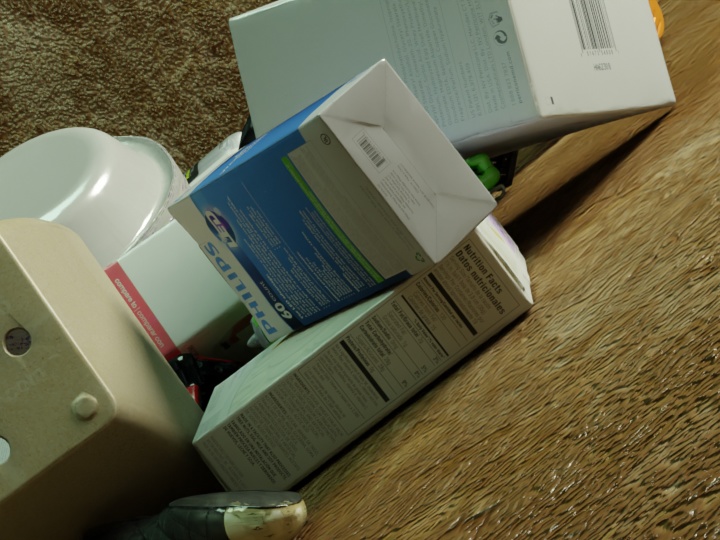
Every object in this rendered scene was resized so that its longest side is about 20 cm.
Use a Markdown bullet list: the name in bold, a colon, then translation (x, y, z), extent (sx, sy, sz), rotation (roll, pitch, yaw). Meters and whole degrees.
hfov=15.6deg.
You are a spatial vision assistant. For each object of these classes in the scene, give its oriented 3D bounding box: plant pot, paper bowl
- **plant pot**: translation (-0.206, 0.084, 1.478), extent (0.199, 0.200, 0.177), rotation (-36, -15, -5)
- **paper bowl**: translation (-0.219, -0.025, 1.919), extent (0.200, 0.105, 0.201), rotation (-21, 35, 15)

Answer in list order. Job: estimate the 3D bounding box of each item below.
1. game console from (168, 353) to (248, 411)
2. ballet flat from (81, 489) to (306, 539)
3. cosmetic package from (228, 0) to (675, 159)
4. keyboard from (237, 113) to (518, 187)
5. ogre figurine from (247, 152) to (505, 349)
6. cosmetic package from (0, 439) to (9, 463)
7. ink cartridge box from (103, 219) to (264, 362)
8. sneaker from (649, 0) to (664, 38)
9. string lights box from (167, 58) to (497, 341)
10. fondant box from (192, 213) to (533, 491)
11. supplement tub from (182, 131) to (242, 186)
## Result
- **game console**: translation (-0.147, 0.154, 1.727), extent (0.200, 0.119, 0.172), rotation (-34, -23, 26)
- **ballet flat**: translation (-0.087, 0.150, 1.380), extent (0.066, 0.057, 0.200), rotation (0, -14, -35)
- **cosmetic package**: translation (0.059, -0.132, 1.660), extent (0.199, 0.124, 0.199), rotation (-17, -3, 31)
- **keyboard**: translation (0.014, -0.082, 1.827), extent (0.198, 0.105, 0.040), rotation (-2, 45, -7)
- **ogre figurine**: translation (0.000, 0.000, 1.648), extent (0.120, 0.099, 0.199), rotation (-28, 11, -37)
- **cosmetic package**: translation (-0.224, 0.154, 1.661), extent (0.151, 0.052, 0.201), rotation (-35, 34, 36)
- **ink cartridge box**: translation (-0.087, 0.015, 1.792), extent (0.199, 0.084, 0.145), rotation (-36, -21, -4)
- **sneaker**: translation (0.141, -0.139, 1.976), extent (0.199, 0.076, 0.092), rotation (-33, -4, -27)
- **string lights box**: translation (-0.021, -0.035, 1.468), extent (0.059, 0.103, 0.200), rotation (-42, 9, -30)
- **fondant box**: translation (0.003, 0.045, 1.500), extent (0.200, 0.058, 0.144), rotation (-36, 7, 7)
- **supplement tub**: translation (-0.128, -0.003, 2.033), extent (0.200, 0.123, 0.123), rotation (-39, 6, 14)
